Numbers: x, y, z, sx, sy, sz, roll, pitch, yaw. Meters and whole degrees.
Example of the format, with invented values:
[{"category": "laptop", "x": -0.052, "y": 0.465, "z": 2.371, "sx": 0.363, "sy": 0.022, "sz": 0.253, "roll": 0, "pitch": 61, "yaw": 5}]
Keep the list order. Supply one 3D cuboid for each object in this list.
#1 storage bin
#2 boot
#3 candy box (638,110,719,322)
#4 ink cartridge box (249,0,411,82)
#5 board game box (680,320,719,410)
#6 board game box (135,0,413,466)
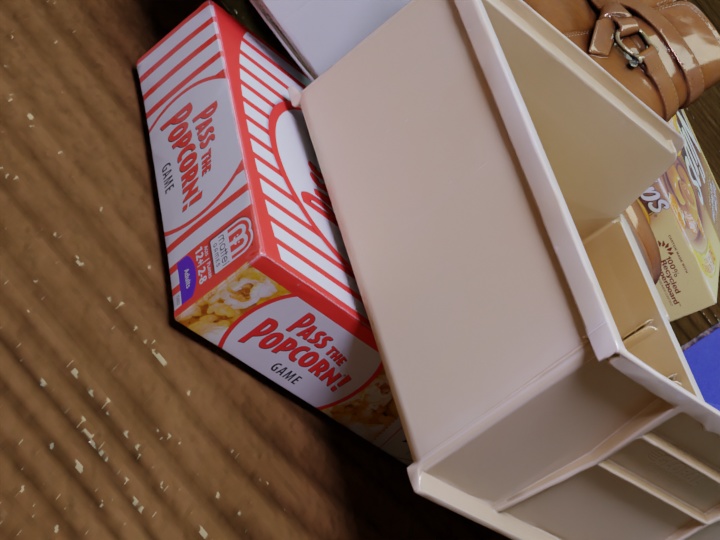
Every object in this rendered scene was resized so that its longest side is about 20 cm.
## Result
[{"category": "storage bin", "x": 0.085, "y": 0.011, "z": 0.768, "sx": 0.198, "sy": 0.094, "sz": 0.200, "roll": 30, "pitch": 31, "yaw": -44}, {"category": "boot", "x": 0.137, "y": -0.079, "z": 1.035, "sx": 0.155, "sy": 0.077, "sz": 0.200, "roll": -18, "pitch": 56, "yaw": -31}, {"category": "candy box", "x": 0.172, "y": -0.053, "z": 1.181, "sx": 0.116, "sy": 0.055, "sz": 0.200, "roll": 64, "pitch": 18, "yaw": -12}, {"category": "ink cartridge box", "x": -0.009, "y": -0.184, "z": 0.855, "sx": 0.083, "sy": 0.146, "sz": 0.200, "roll": 52, "pitch": 4, "yaw": -33}, {"category": "board game box", "x": 0.269, "y": 0.067, "z": 1.090, "sx": 0.200, "sy": 0.159, "sz": 0.097, "roll": 11, "pitch": 47, "yaw": -59}, {"category": "board game box", "x": 0.000, "y": 0.000, "z": 0.802, "sx": 0.200, "sy": 0.046, "sz": 0.152, "roll": 35, "pitch": 28, "yaw": -38}]
